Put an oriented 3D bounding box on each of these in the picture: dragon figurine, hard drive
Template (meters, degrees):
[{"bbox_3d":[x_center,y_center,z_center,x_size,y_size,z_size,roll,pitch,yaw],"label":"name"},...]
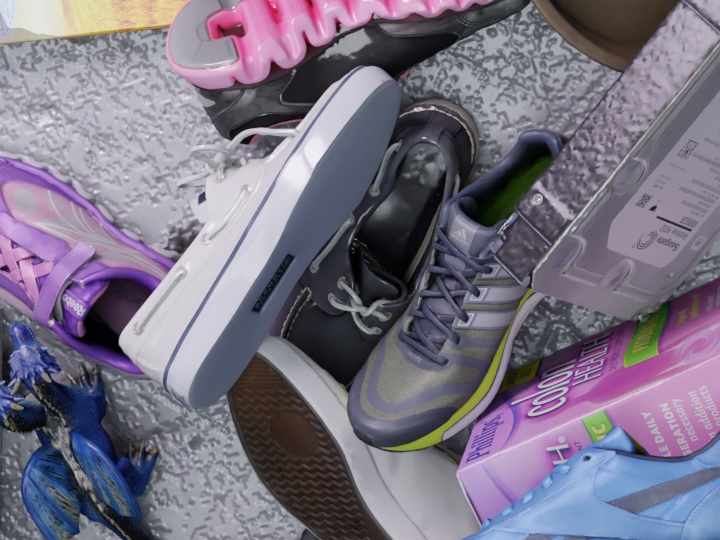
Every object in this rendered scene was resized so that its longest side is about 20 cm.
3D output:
[{"bbox_3d":[-0.152,0.114,1.576,0.059,0.099,0.200,-25,103,13],"label":"dragon figurine"},{"bbox_3d":[0.166,-0.065,1.452,0.200,0.140,0.038,-51,59,14],"label":"hard drive"}]

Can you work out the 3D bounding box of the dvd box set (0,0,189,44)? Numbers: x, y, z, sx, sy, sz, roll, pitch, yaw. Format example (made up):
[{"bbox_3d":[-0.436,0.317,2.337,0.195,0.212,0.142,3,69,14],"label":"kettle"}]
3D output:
[{"bbox_3d":[-0.170,-0.197,1.546,0.200,0.029,0.146,-4,102,9],"label":"dvd box set"}]

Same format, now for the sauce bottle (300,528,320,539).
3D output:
[{"bbox_3d":[-0.065,0.227,1.608,0.066,0.066,0.200,38,105,-1],"label":"sauce bottle"}]

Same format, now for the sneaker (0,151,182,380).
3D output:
[{"bbox_3d":[-0.162,0.001,1.560,0.200,0.088,0.081,28,106,2],"label":"sneaker"}]

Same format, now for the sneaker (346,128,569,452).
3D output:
[{"bbox_3d":[0.054,0.005,1.499,0.074,0.081,0.200,28,76,32],"label":"sneaker"}]

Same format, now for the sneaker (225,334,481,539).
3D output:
[{"bbox_3d":[0.004,0.106,1.560,0.073,0.085,0.200,-24,107,44],"label":"sneaker"}]

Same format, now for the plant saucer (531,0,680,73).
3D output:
[{"bbox_3d":[0.153,-0.197,1.454,0.200,0.029,0.200,-3,96,-26],"label":"plant saucer"}]

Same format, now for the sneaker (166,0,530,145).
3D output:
[{"bbox_3d":[0.000,-0.122,1.526,0.200,0.079,0.095,-16,135,1],"label":"sneaker"}]

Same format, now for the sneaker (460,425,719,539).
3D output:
[{"bbox_3d":[0.102,0.120,1.383,0.200,0.066,0.079,-15,89,11],"label":"sneaker"}]

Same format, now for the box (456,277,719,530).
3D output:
[{"bbox_3d":[0.166,0.081,1.485,0.200,0.176,0.097,-26,98,13],"label":"box"}]

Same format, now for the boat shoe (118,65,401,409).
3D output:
[{"bbox_3d":[-0.062,-0.032,1.499,0.086,0.075,0.202,34,94,22],"label":"boat shoe"}]

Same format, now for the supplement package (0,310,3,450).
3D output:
[{"bbox_3d":[-0.290,0.110,1.544,0.151,0.200,0.152,4,102,7],"label":"supplement package"}]

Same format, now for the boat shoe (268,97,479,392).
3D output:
[{"bbox_3d":[0.000,0.000,1.548,0.073,0.063,0.200,28,106,-2],"label":"boat shoe"}]

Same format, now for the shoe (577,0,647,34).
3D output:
[{"bbox_3d":[0.110,-0.211,1.481,0.091,0.071,0.200,-40,101,6],"label":"shoe"}]
